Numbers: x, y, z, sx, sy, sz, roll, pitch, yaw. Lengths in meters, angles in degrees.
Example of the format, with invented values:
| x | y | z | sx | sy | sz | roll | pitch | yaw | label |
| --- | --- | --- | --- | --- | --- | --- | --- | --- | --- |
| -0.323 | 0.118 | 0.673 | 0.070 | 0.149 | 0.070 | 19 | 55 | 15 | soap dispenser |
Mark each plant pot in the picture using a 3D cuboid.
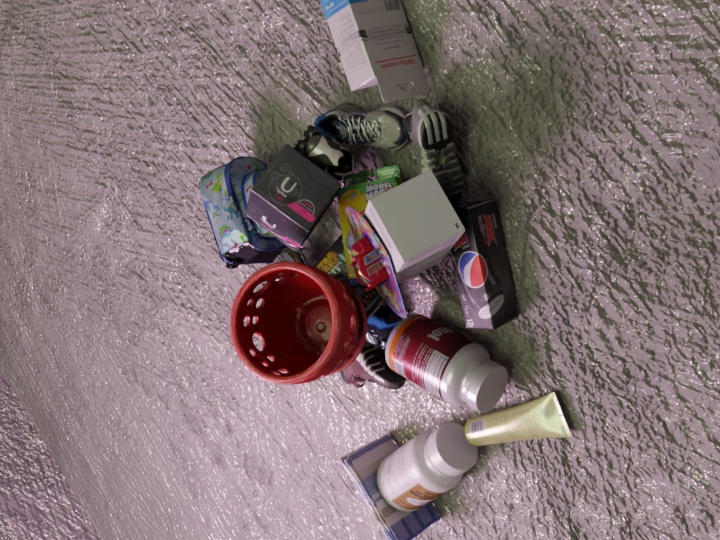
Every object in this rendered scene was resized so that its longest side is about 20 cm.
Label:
| x | y | z | sx | sy | sz | roll | pitch | yaw | label |
| --- | --- | --- | --- | --- | --- | --- | --- | --- | --- |
| -0.092 | 0.089 | 1.586 | 0.200 | 0.182 | 0.201 | -1 | 86 | 23 | plant pot |

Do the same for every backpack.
| x | y | z | sx | sy | sz | roll | pitch | yaw | label |
| --- | --- | --- | --- | --- | --- | --- | --- | --- | --- |
| -0.206 | -0.124 | 1.831 | 0.147 | 0.183 | 0.200 | -28 | 81 | 27 | backpack |

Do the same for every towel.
| x | y | z | sx | sy | sz | roll | pitch | yaw | label |
| --- | --- | --- | --- | --- | --- | --- | --- | --- | --- |
| 0.057 | 0.417 | 1.788 | 0.024 | 0.147 | 0.200 | -44 | 74 | 39 | towel |

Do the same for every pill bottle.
| x | y | z | sx | sy | sz | roll | pitch | yaw | label |
| --- | --- | --- | --- | --- | --- | --- | --- | --- | --- |
| 0.148 | 0.160 | 1.602 | 0.200 | 0.113 | 0.113 | 27 | 125 | 38 | pill bottle |
| 0.124 | 0.357 | 1.713 | 0.114 | 0.114 | 0.200 | 58 | 139 | 13 | pill bottle |

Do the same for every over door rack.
| x | y | z | sx | sy | sz | roll | pitch | yaw | label |
| --- | --- | --- | --- | --- | --- | --- | --- | --- | --- |
| -0.057 | -0.030 | 1.784 | 0.148 | 0.067 | 0.200 | 45 | 135 | 25 | over door rack |

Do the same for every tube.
| x | y | z | sx | sy | sz | roll | pitch | yaw | label |
| --- | --- | --- | --- | --- | --- | --- | --- | --- | --- |
| 0.263 | 0.258 | 1.571 | 0.058 | 0.052 | 0.200 | 35 | 144 | -26 | tube |

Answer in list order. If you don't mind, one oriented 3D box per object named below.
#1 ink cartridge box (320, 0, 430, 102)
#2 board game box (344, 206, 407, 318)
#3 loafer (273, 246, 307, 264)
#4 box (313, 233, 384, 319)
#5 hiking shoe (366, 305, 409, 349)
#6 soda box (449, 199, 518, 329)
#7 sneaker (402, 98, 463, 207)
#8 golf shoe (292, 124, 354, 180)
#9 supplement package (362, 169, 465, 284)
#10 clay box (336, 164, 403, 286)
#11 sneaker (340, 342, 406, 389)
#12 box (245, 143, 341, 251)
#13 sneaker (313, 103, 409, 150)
| x | y | z | sx | sy | sz | roll | pitch | yaw | label |
| --- | --- | --- | --- | --- | --- | --- | --- | --- | --- |
| 0.025 | -0.363 | 1.509 | 0.068 | 0.116 | 0.200 | -17 | 92 | 51 | ink cartridge box |
| 0.008 | -0.005 | 1.496 | 0.158 | 0.039 | 0.200 | 49 | 162 | 48 | board game box |
| -0.147 | 0.017 | 1.838 | 0.072 | 0.063 | 0.200 | 50 | 157 | 14 | loafer |
| 0.000 | 0.000 | 1.674 | 0.137 | 0.040 | 0.200 | 46 | 104 | 19 | box |
| -0.012 | 0.073 | 1.741 | 0.200 | 0.074 | 0.087 | 18 | 115 | 3 | hiking shoe |
| 0.193 | -0.009 | 1.508 | 0.063 | 0.071 | 0.200 | -3 | 104 | 50 | soda box |
| 0.115 | -0.192 | 1.534 | 0.116 | 0.075 | 0.200 | -117 | 17 | -49 | sneaker |
| -0.054 | -0.184 | 1.651 | 0.094 | 0.200 | 0.078 | 30 | 89 | 13 | golf shoe |
| 0.075 | -0.060 | 1.472 | 0.110 | 0.114 | 0.200 | 61 | 168 | 9 | supplement package |
| 0.025 | -0.080 | 1.620 | 0.115 | 0.048 | 0.201 | -11 | 84 | 20 | clay box |
| 0.019 | 0.194 | 1.802 | 0.200 | 0.076 | 0.116 | 41 | 139 | 43 | sneaker |
| -0.120 | -0.122 | 1.635 | 0.122 | 0.106 | 0.200 | 36 | 167 | -2 | box |
| -0.002 | -0.241 | 1.616 | 0.200 | 0.085 | 0.077 | 13 | 115 | 44 | sneaker |
